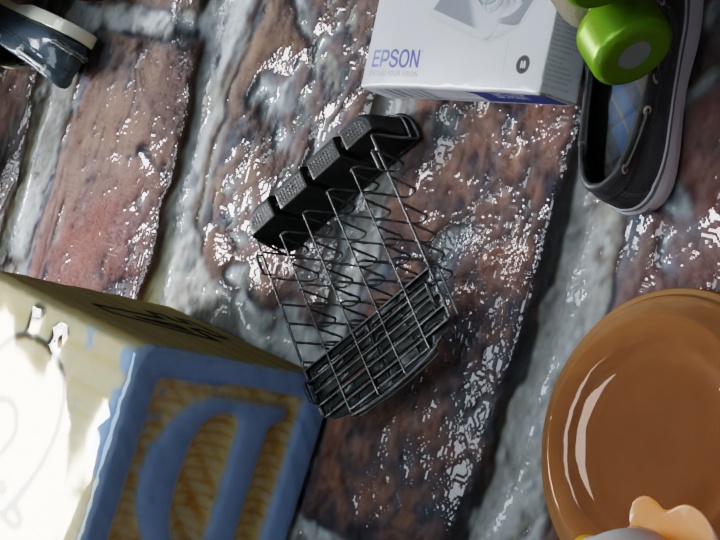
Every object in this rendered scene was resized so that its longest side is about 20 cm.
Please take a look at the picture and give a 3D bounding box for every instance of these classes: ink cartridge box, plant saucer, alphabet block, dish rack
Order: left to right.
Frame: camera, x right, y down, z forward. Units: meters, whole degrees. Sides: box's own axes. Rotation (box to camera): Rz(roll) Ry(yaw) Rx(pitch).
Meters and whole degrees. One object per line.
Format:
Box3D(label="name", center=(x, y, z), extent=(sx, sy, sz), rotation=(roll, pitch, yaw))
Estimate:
Box3D(label="alphabet block", center=(-0.173, 0.128, 1.359), extent=(0.199, 0.196, 0.197), rotation=(19, 92, 44))
Box3D(label="dish rack", center=(0.000, 0.000, 1.324), extent=(0.153, 0.054, 0.201), rotation=(-41, 57, 31))
Box3D(label="ink cartridge box", center=(0.090, -0.217, 1.280), extent=(0.199, 0.040, 0.202), rotation=(8, 85, 52))
Box3D(label="plant saucer", center=(0.186, 0.108, 1.132), extent=(0.199, 0.037, 0.202), rotation=(-13, 71, 42))

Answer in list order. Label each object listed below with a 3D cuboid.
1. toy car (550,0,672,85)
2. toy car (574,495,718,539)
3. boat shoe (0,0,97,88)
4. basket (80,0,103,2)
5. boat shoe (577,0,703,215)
Box3D(label="toy car", center=(0.184, -0.243, 1.103), extent=(0.199, 0.158, 0.165), rotation=(-29, 57, 4))
Box3D(label="toy car", center=(0.130, 0.199, 1.061), extent=(0.201, 0.184, 0.177), rotation=(-53, 50, 20))
Box3D(label="boat shoe", center=(-0.315, -0.208, 1.661), extent=(0.199, 0.075, 0.062), rotation=(22, 84, 35))
Box3D(label="basket", center=(-0.267, -0.332, 1.600), extent=(0.180, 0.137, 0.200), rotation=(-35, 56, -18))
Box3D(label="boat shoe", center=(0.169, -0.138, 1.185), extent=(0.070, 0.066, 0.202), rotation=(3, 82, 43))
